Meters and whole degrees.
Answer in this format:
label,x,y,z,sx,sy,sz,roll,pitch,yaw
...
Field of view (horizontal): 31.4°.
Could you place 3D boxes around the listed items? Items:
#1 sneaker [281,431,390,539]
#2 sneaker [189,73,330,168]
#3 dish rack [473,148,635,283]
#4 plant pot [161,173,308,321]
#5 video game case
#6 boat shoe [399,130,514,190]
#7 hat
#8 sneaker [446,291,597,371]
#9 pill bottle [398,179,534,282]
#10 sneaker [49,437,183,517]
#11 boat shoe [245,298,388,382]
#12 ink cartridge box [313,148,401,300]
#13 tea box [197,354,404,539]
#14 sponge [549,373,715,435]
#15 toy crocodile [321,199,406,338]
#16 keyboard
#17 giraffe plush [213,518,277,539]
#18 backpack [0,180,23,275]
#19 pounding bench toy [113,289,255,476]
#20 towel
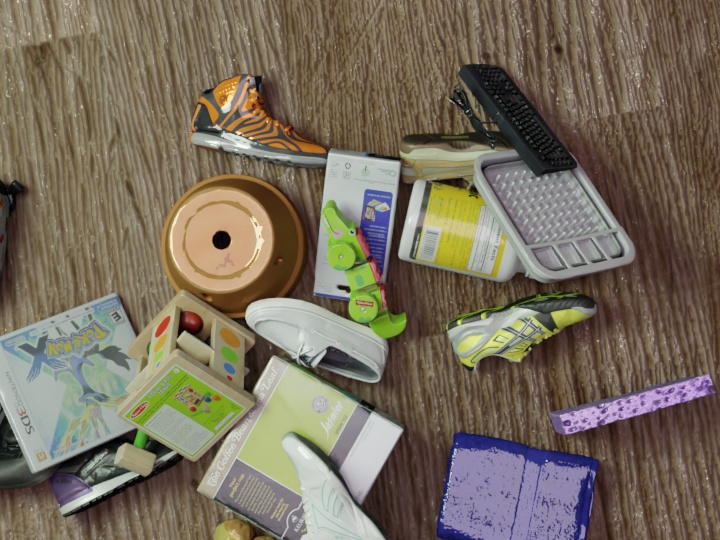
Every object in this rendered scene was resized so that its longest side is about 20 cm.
label,x,y,z,sx,sy,sz,roll,pitch,yaw
sneaker,-0.043,0.289,1.565,0.080,0.070,0.200,-36,89,2
sneaker,-0.128,-0.205,1.725,0.199,0.078,0.112,13,88,3
dish rack,0.240,-0.068,1.630,0.171,0.044,0.200,-11,61,-32
plant pot,-0.173,-0.036,1.686,0.199,0.140,0.201,0,86,2
video game case,-0.377,0.146,1.694,0.200,0.022,0.183,-23,84,-29
boat shoe,0.151,-0.144,1.724,0.199,0.072,0.076,1,113,1
hat,-0.482,0.199,1.715,0.200,0.081,0.201,0,90,-12
sneaker,0.219,0.078,1.704,0.199,0.075,0.077,-14,94,12
pill bottle,0.157,-0.047,1.688,0.199,0.111,0.112,13,87,1
sneaker,-0.326,0.249,1.711,0.200,0.076,0.088,-26,80,1
boat shoe,-0.058,0.098,1.683,0.200,0.072,0.069,24,44,-19
ink cartridge box,-0.005,-0.058,1.714,0.099,0.039,0.201,9,106,3
tea box,-0.075,0.241,1.669,0.196,0.134,0.200,30,88,3
sponge,0.352,0.174,1.668,0.199,0.112,0.030,-16,84,1
toy crocodile,0.000,0.000,1.676,0.062,0.068,0.200,-21,105,8
keyboard,0.190,-0.200,1.674,0.127,0.021,0.200,-13,56,-34
giraffe plush,-0.174,0.436,1.647,0.172,0.162,0.200,31,88,3
backpack,-0.560,-0.033,1.702,0.199,0.154,0.191,1,97,-1
pounding bench toy,-0.245,0.153,1.659,0.124,0.156,0.200,35,115,-24
towel,0.208,0.304,1.701,0.199,0.050,0.148,12,80,3
